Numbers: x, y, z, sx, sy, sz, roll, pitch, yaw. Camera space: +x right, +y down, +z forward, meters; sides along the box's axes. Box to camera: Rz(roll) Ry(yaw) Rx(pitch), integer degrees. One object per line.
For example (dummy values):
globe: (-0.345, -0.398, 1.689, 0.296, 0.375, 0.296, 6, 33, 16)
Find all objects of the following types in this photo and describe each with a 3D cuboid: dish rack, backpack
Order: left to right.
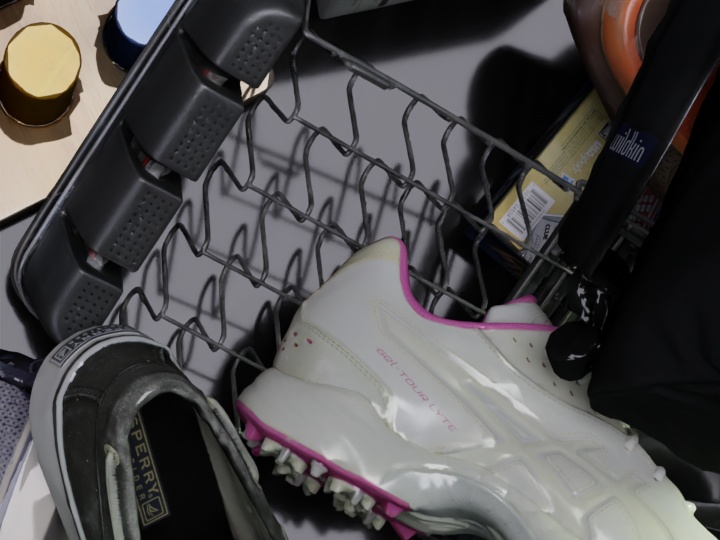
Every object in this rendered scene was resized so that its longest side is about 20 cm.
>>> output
dish rack: (0.000, 0.000, 0.919, 0.200, 0.055, 0.154, 29, 107, -21)
backpack: (0.165, -0.035, 0.827, 0.127, 0.167, 0.201, 37, 64, -36)

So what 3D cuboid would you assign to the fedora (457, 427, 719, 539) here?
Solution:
fedora: (0.126, 0.127, 0.933, 0.200, 0.092, 0.201, 0, 81, -2)

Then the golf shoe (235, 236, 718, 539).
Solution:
golf shoe: (0.063, 0.060, 0.859, 0.200, 0.075, 0.092, 27, 77, 1)

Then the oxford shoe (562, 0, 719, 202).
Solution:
oxford shoe: (0.141, -0.030, 0.933, 0.071, 0.073, 0.200, -40, 111, -13)

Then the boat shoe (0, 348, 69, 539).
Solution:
boat shoe: (-0.158, 0.115, 0.910, 0.092, 0.075, 0.201, 20, 80, 7)

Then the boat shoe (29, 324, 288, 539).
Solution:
boat shoe: (-0.051, 0.113, 0.885, 0.071, 0.064, 0.200, -32, 119, -20)

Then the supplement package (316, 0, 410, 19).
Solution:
supplement package: (0.025, -0.205, 0.917, 0.110, 0.156, 0.201, -12, 86, -8)

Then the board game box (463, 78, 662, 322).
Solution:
board game box: (0.152, -0.047, 0.984, 0.135, 0.035, 0.200, 41, 80, -3)

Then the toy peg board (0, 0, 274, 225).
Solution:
toy peg board: (-0.154, -0.114, 0.910, 0.199, 0.098, 0.200, -26, 90, -10)
